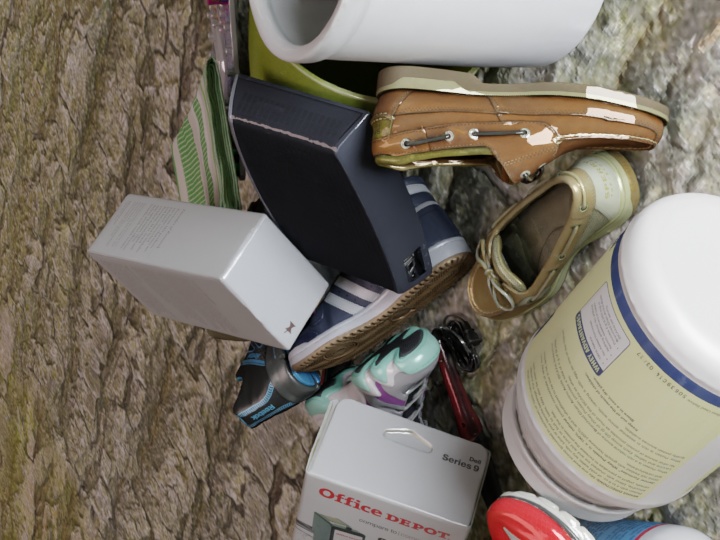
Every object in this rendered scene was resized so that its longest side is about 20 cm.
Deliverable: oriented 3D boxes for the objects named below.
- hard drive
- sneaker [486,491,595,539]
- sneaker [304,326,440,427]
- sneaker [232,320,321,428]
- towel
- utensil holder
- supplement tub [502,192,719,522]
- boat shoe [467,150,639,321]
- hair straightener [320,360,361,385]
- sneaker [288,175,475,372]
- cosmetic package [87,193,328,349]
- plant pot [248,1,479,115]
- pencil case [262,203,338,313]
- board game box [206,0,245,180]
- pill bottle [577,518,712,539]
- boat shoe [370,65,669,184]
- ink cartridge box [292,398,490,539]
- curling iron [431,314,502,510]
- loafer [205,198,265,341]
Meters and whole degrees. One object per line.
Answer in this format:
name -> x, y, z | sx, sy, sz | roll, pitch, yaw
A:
hard drive -> -0.024, -0.059, 0.941 | 0.134, 0.042, 0.200 | 21, 155, 29
sneaker -> 0.128, 0.242, 0.802 | 0.077, 0.084, 0.201 | -39, 71, 53
sneaker -> 0.043, 0.136, 1.094 | 0.140, 0.078, 0.200 | 52, 149, -1
sneaker -> -0.089, 0.079, 1.194 | 0.073, 0.082, 0.200 | 47, -168, -16
towel -> -0.148, -0.089, 1.159 | 0.200, 0.023, 0.154 | 136, 126, -68
utensil holder -> 0.044, -0.220, 0.823 | 0.170, 0.199, 0.172 | 4, 95, 60
supplement tub -> 0.189, 0.063, 0.789 | 0.146, 0.144, 0.200 | 59, 143, 23
boat shoe -> 0.127, -0.019, 0.922 | 0.201, 0.063, 0.074 | -44, 66, 53
hair straightener -> -0.019, 0.173, 1.227 | 0.077, 0.041, 0.201 | 41, 128, 40
sneaker -> 0.000, 0.000, 1.072 | 0.200, 0.070, 0.109 | -37, 69, 25
cosmetic package -> -0.135, -0.002, 1.067 | 0.199, 0.072, 0.102 | 11, 151, 45
plant pot -> -0.014, -0.152, 0.997 | 0.188, 0.186, 0.200 | 61, 154, 20
pencil case -> -0.047, -0.059, 1.147 | 0.091, 0.083, 0.202 | -5, 99, 66
board game box -> -0.143, -0.204, 1.212 | 0.200, 0.026, 0.202 | -128, 35, -71
pill bottle -> 0.194, 0.233, 0.877 | 0.199, 0.108, 0.110 | -10, 94, 56
boat shoe -> 0.106, -0.089, 0.831 | 0.072, 0.198, 0.069 | 56, -140, -79
ink cartridge box -> 0.018, 0.219, 1.068 | 0.145, 0.084, 0.201 | 17, 137, 6
curling iron -> 0.098, 0.137, 1.056 | 0.049, 0.025, 0.202 | -9, 95, 59
loafer -> -0.109, -0.006, 1.184 | 0.069, 0.201, 0.076 | -14, 123, 19
